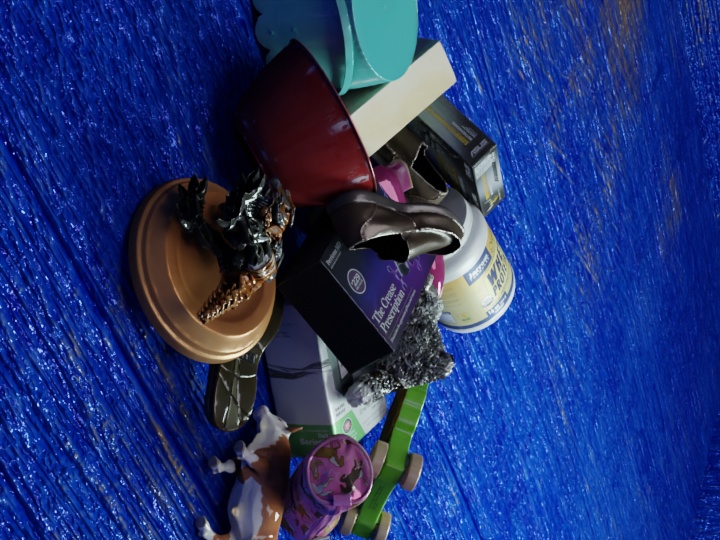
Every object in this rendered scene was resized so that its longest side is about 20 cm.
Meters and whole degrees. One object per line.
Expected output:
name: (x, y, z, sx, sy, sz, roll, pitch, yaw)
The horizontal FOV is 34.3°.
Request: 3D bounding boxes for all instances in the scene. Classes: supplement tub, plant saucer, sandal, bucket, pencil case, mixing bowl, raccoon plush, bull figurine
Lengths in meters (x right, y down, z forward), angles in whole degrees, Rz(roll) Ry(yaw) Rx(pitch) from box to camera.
supplement tub: (0.134, -0.017, 1.713, 0.200, 0.143, 0.146, 53, 45, -47)
plant saucer: (-0.158, -0.004, 1.237, 0.199, 0.037, 0.203, 23, 58, -44)
sandal: (-0.140, 0.084, 1.303, 0.081, 0.054, 0.202, 31, 60, -41)
bucket: (-0.026, -0.316, 1.437, 0.207, 0.133, 0.210, 3, 87, -61)
pencil case: (-0.043, 0.255, 1.351, 0.082, 0.087, 0.200, -34, 167, -26)
mixing bowl: (-0.075, -0.147, 1.327, 0.108, 0.200, 0.201, -30, 127, -8)
raccoon plush: (0.048, 0.077, 1.447, 0.200, 0.096, 0.136, -21, 101, -62)
bull figurine: (-0.124, 0.250, 1.324, 0.121, 0.065, 0.203, 25, 65, -54)

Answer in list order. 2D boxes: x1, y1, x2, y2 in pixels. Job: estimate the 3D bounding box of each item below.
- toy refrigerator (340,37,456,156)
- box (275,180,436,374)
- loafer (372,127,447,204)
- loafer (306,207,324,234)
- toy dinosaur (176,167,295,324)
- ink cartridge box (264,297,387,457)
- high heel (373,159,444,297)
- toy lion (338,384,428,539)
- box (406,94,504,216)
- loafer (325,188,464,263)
toy refrigerator: (0.025, -0.214, 1.502, 0.200, 0.076, 0.070, -42, 124, -21)
box: (0.000, 0.000, 1.384, 0.141, 0.079, 0.201, 48, 36, -16)
loafer: (0.059, -0.171, 1.597, 0.201, 0.071, 0.073, 56, 38, -13)
loafer: (0.002, -0.072, 1.544, 0.199, 0.075, 0.069, -3, 98, -61)
toy dinosaur: (-0.118, -0.029, 1.200, 0.201, 0.101, 0.136, -93, 162, -51)
ink cartridge box: (-0.045, 0.112, 1.447, 0.146, 0.083, 0.202, -34, 118, -57)
high heel: (0.051, -0.039, 1.498, 0.096, 0.067, 0.202, -34, 116, -52)
toy lion: (0.041, 0.237, 1.554, 0.193, 0.068, 0.201, -73, -175, -52)
box: (0.128, -0.173, 1.646, 0.048, 0.158, 0.200, -44, 161, -5)
loafer: (0.043, -0.037, 1.343, 0.198, 0.073, 0.072, 9, 62, -39)
